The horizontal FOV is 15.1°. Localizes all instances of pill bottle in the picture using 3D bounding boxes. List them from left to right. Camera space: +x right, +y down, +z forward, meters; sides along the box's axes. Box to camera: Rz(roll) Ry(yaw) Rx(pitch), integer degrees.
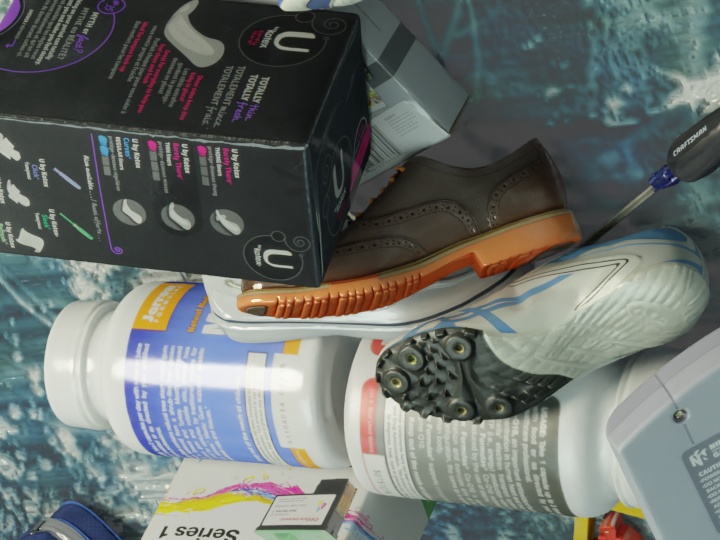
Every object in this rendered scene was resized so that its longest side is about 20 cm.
[{"bbox_3d":[-0.094,0.063,1.706,0.200,0.112,0.112,3,132,24],"label":"pill bottle"},{"bbox_3d":[0.101,0.088,1.627,0.200,0.114,0.114,5,133,24],"label":"pill bottle"}]

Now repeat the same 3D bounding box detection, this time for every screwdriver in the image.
[{"bbox_3d":[0.157,-0.044,1.542,0.200,0.028,0.029,-35,80,49],"label":"screwdriver"}]

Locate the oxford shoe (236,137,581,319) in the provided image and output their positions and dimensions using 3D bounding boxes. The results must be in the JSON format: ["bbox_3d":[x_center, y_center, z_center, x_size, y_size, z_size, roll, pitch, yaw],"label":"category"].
[{"bbox_3d":[0.021,-0.022,1.540,0.071,0.200,0.073,129,126,-77],"label":"oxford shoe"}]

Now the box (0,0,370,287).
[{"bbox_3d":[-0.105,-0.076,1.496,0.200,0.122,0.106,7,133,13],"label":"box"}]

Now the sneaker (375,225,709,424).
[{"bbox_3d":[0.104,0.031,1.558,0.200,0.073,0.072,-20,116,9],"label":"sneaker"}]

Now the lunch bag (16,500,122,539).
[{"bbox_3d":[-0.219,0.258,1.948,0.136,0.132,0.200,46,138,3],"label":"lunch bag"}]

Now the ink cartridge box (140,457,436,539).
[{"bbox_3d":[-0.049,0.169,1.719,0.145,0.200,0.084,1,132,26],"label":"ink cartridge box"}]

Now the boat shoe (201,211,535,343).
[{"bbox_3d":[0.000,0.000,1.597,0.200,0.074,0.067,-12,138,13],"label":"boat shoe"}]

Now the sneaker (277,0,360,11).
[{"bbox_3d":[-0.037,-0.217,1.411,0.088,0.075,0.200,-21,123,4],"label":"sneaker"}]

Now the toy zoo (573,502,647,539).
[{"bbox_3d":[0.201,0.197,1.751,0.131,0.020,0.200,13,135,16],"label":"toy zoo"}]

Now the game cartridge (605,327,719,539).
[{"bbox_3d":[0.242,0.080,1.531,0.200,0.040,0.133,-28,125,-1],"label":"game cartridge"}]

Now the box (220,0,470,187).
[{"bbox_3d":[-0.059,-0.128,1.555,0.200,0.041,0.156,44,136,-18],"label":"box"}]
